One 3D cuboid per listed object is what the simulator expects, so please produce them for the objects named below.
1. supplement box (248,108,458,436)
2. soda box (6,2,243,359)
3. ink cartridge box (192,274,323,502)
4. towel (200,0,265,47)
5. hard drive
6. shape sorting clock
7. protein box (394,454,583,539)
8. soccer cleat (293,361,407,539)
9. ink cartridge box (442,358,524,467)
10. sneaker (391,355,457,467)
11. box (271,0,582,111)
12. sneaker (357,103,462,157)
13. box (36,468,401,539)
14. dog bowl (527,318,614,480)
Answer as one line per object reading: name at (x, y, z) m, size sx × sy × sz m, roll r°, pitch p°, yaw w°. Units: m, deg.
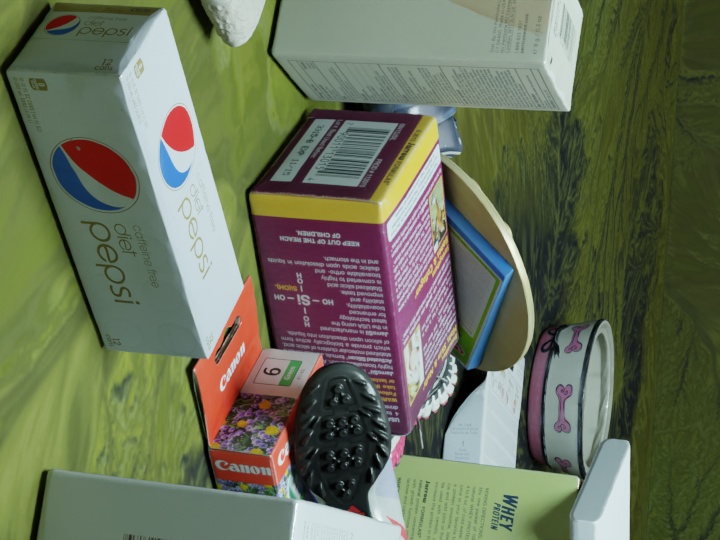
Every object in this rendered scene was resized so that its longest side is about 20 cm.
supplement box at (0.000, 0.000, 1.243) m, size 0.131 × 0.103 × 0.201 m, roll -58°, pitch 147°, yaw -53°
soda box at (-0.123, -0.045, 0.923) m, size 0.064 × 0.068 × 0.201 m, roll -67°, pitch 154°, yaw -43°
ink cartridge box at (-0.059, 0.115, 1.177) m, size 0.109 × 0.050 × 0.201 m, roll -63°, pitch 152°, yaw -48°
towel at (-0.078, -0.259, 1.062) m, size 0.133 × 0.034 × 0.201 m, roll 57°, pitch 43°, yaw -59°
hard drive at (0.195, 0.256, 1.376) m, size 0.132 × 0.026 × 0.201 m, roll -50°, pitch 140°, yaw -60°
shape sorting clock at (0.067, -0.012, 1.328) m, size 0.039 × 0.200 × 0.201 m, roll -29°, pitch 128°, yaw -30°
protein box at (0.083, 0.266, 1.400) m, size 0.135 × 0.199 × 0.200 m, roll 45°, pitch 52°, yaw -66°
soccer cleat at (-0.007, 0.138, 1.185) m, size 0.073 × 0.068 × 0.201 m, roll -100°, pitch 178°, yaw -58°
ink cartridge box at (0.127, 0.166, 1.763) m, size 0.163 × 0.057 × 0.201 m, roll 50°, pitch 39°, yaw -64°
sneaker at (0.024, 0.090, 1.373) m, size 0.200 × 0.080 × 0.075 m, roll -57°, pitch 145°, yaw -54°
box at (0.048, -0.166, 1.193) m, size 0.095 × 0.199 × 0.078 m, roll 44°, pitch 54°, yaw -67°
sneaker at (0.054, -0.172, 1.381) m, size 0.202 × 0.077 × 0.147 m, roll -43°, pitch 124°, yaw -50°
box at (-0.078, 0.184, 0.980) m, size 0.200 × 0.151 × 0.107 m, roll 36°, pitch 60°, yaw -68°
dog bowl at (0.259, 0.156, 2.095) m, size 0.200 × 0.073 × 0.201 m, roll 4°, pitch 90°, yaw -72°
